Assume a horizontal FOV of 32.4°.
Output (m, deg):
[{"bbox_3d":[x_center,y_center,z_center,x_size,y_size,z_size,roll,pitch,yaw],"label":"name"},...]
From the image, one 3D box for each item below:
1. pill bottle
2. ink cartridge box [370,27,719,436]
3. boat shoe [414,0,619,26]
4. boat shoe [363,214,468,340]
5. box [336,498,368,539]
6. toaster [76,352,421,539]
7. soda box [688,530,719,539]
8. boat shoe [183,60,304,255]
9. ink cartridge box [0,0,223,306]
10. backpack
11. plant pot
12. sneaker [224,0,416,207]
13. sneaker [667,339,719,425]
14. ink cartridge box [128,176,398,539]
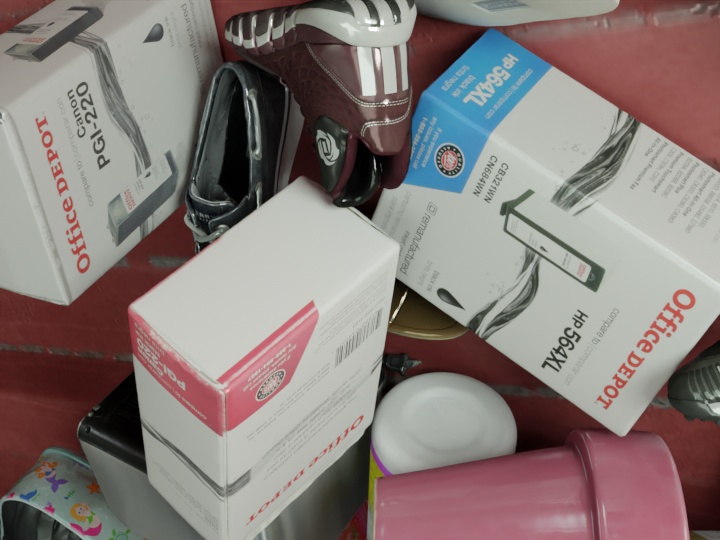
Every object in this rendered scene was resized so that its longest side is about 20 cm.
[{"bbox_3d":[0.057,0.179,0.928,0.104,0.104,0.201,23,136,23],"label":"pill bottle"},{"bbox_3d":[0.116,-0.020,0.724,0.200,0.084,0.146,35,139,12],"label":"ink cartridge box"},{"bbox_3d":[0.063,-0.172,0.650,0.072,0.069,0.200,15,180,-29],"label":"boat shoe"},{"bbox_3d":[0.000,0.000,0.861,0.199,0.073,0.065,18,173,28],"label":"boat shoe"},{"bbox_3d":[-0.029,0.274,1.086,0.094,0.103,0.201,7,126,35],"label":"box"},{"bbox_3d":[-0.081,0.129,0.947,0.199,0.181,0.119,20,137,28],"label":"toaster"},{"bbox_3d":[0.210,0.253,0.701,0.063,0.201,0.068,4,176,-1],"label":"soda box"},{"bbox_3d":[-0.087,-0.041,0.824,0.071,0.068,0.201,22,108,30],"label":"boat shoe"},{"bbox_3d":[-0.176,-0.095,0.813,0.084,0.200,0.146,15,133,30],"label":"ink cartridge box"},{"bbox_3d":[-0.271,0.265,1.241,0.177,0.151,0.200,30,145,13],"label":"backpack"},{"bbox_3d":[0.094,0.197,0.768,0.178,0.201,0.201,2,131,1],"label":"plant pot"},{"bbox_3d":[-0.025,-0.096,0.718,0.200,0.075,0.116,-158,60,-69],"label":"sneaker"},{"bbox_3d":[0.240,0.008,0.632,0.199,0.066,0.091,-27,94,23],"label":"sneaker"},{"bbox_3d":[-0.059,0.063,0.763,0.085,0.146,0.201,37,148,23],"label":"ink cartridge box"}]
